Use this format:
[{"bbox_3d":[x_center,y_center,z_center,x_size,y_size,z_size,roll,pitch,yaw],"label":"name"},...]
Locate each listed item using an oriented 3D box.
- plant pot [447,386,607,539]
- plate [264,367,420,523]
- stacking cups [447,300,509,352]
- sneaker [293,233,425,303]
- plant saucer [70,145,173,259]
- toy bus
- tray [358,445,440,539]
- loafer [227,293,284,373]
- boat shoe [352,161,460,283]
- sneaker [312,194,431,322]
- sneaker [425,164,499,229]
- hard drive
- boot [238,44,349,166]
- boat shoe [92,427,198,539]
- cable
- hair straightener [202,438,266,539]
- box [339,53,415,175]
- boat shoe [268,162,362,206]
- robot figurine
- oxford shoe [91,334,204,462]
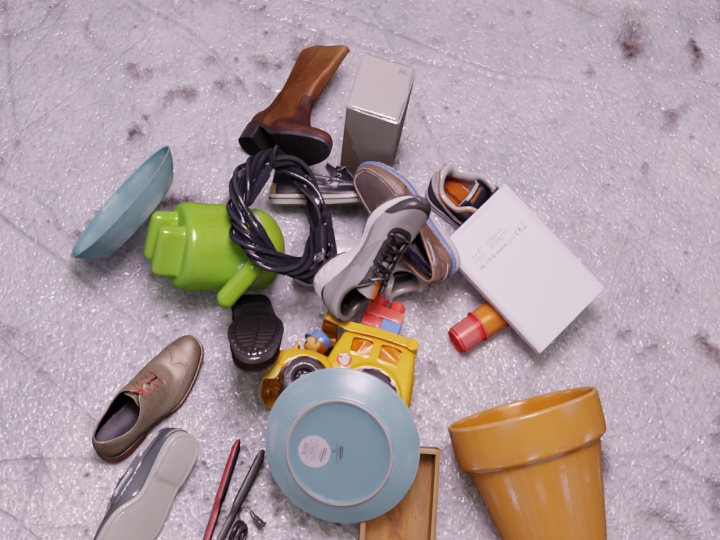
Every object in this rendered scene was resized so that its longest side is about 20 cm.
[{"bbox_3d":[0.229,0.264,1.201,0.196,0.200,0.187,-14,85,-10],"label":"plant pot"},{"bbox_3d":[-0.025,0.220,1.159,0.196,0.026,0.205,2,103,8],"label":"plate"},{"bbox_3d":[0.212,0.048,1.351,0.198,0.061,0.061,-32,74,-10],"label":"stacking cups"},{"bbox_3d":[0.000,0.000,1.322,0.196,0.076,0.101,-4,40,-6],"label":"sneaker"},{"bbox_3d":[-0.318,-0.085,1.299,0.036,0.199,0.201,43,69,-21],"label":"plant saucer"},{"bbox_3d":[-0.016,0.120,1.259,0.196,0.136,0.195,15,64,3],"label":"toy bus"},{"bbox_3d":[0.047,0.326,1.206,0.096,0.037,0.205,4,85,-3],"label":"tray"},{"bbox_3d":[-0.136,0.093,1.240,0.071,0.200,0.073,-2,108,-5],"label":"loafer"},{"bbox_3d":[0.055,-0.067,1.291,0.200,0.072,0.072,47,34,10],"label":"boat shoe"},{"bbox_3d":[0.024,-0.014,1.216,0.200,0.073,0.080,-48,46,19],"label":"sneaker"},{"bbox_3d":[0.184,-0.080,1.382,0.198,0.080,0.079,32,69,6],"label":"sneaker"},{"bbox_3d":[0.224,-0.003,1.316,0.132,0.027,0.200,-42,82,-8],"label":"hard drive"},{"bbox_3d":[-0.068,-0.250,1.399,0.069,0.187,0.202,47,65,-32],"label":"boot"},{"bbox_3d":[-0.285,0.292,1.219,0.061,0.073,0.202,16,69,49],"label":"boat shoe"},{"bbox_3d":[-0.110,-0.079,1.274,0.161,0.051,0.204,7,61,-33],"label":"cable"},{"bbox_3d":[-0.160,0.325,1.214,0.076,0.041,0.203,18,68,3],"label":"hair straightener"},{"bbox_3d":[0.022,-0.210,1.352,0.076,0.201,0.096,17,68,2],"label":"box"},{"bbox_3d":[-0.037,-0.126,1.381,0.195,0.075,0.064,0,89,1],"label":"boat shoe"},{"bbox_3d":[-0.191,-0.031,1.293,0.197,0.118,0.176,2,26,-30],"label":"robot figurine"},{"bbox_3d":[-0.277,0.164,1.249,0.070,0.075,0.201,32,69,9],"label":"oxford shoe"}]
